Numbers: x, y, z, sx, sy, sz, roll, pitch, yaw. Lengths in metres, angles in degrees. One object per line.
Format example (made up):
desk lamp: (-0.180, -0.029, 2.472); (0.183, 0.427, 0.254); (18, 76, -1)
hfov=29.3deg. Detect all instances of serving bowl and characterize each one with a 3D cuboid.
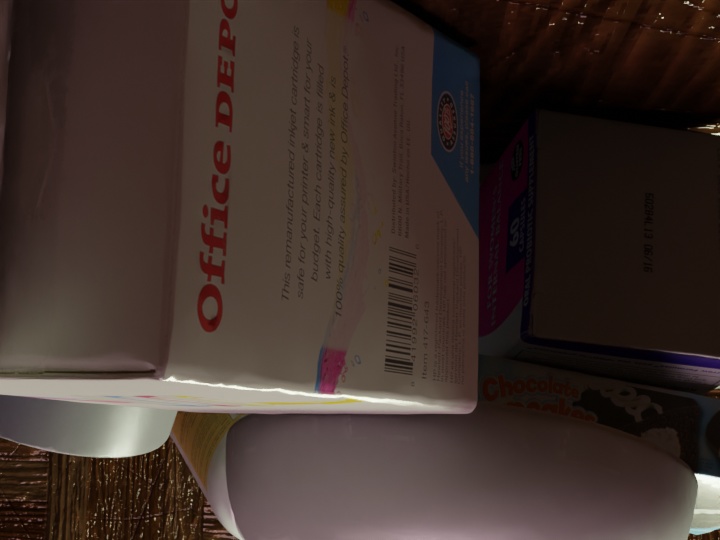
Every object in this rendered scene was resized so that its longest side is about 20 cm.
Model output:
serving bowl: (0.038, 0.112, 0.570); (0.197, 0.067, 0.200); (6, 159, 2)

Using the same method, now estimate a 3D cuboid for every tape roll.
tape roll: (-0.217, 0.055, 0.965); (0.198, 0.067, 0.200); (21, -167, -5)

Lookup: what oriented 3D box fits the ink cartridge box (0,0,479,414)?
ink cartridge box: (-0.059, -0.025, 0.427); (0.124, 0.130, 0.199); (-3, 170, 31)

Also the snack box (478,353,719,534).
snack box: (0.088, 0.078, 0.611); (0.197, 0.038, 0.116); (11, 159, -12)

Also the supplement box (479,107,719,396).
supplement box: (0.097, 0.017, 0.648); (0.102, 0.103, 0.200); (7, 160, -8)

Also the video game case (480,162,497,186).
video game case: (0.036, -0.030, 0.764); (0.197, 0.023, 0.182); (0, 172, 9)

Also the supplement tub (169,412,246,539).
supplement tub: (-0.079, 0.144, 1.184); (0.144, 0.147, 0.200); (6, -157, -31)
